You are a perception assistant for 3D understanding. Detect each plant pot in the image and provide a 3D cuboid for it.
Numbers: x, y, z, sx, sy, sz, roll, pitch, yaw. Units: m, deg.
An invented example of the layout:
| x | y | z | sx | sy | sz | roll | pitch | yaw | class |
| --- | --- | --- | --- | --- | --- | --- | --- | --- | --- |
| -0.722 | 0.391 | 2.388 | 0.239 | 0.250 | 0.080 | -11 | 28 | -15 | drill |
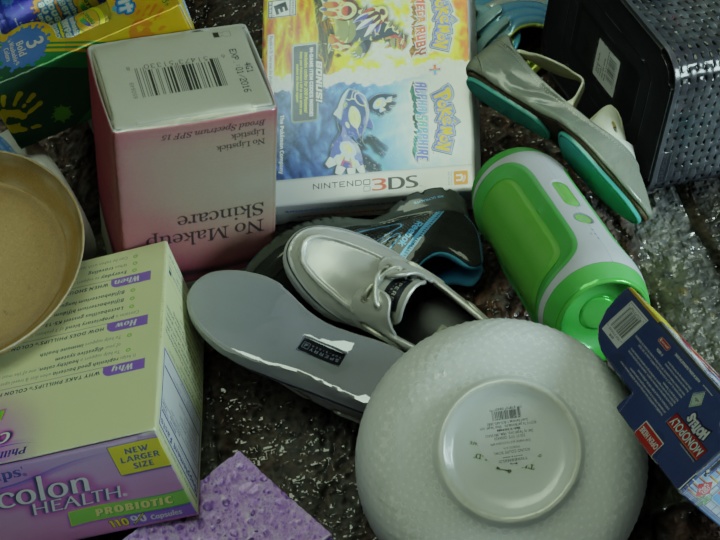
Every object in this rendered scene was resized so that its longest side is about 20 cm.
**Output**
| x | y | z | sx | sy | sz | roll | pitch | yaw | class |
| --- | --- | --- | --- | --- | --- | --- | --- | --- | --- |
| -0.304 | -0.005 | 1.277 | 0.200 | 0.028 | 0.200 | -3 | 55 | 4 | plant pot |

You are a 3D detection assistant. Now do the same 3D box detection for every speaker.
| x | y | z | sx | sy | sz | roll | pitch | yaw | class |
| --- | --- | --- | --- | --- | --- | --- | --- | --- | --- |
| 0.147 | -0.015 | 1.279 | 0.088 | 0.089 | 0.200 | -19 | 35 | -4 | speaker |

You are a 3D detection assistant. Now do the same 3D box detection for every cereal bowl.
| x | y | z | sx | sy | sz | roll | pitch | yaw | class |
| --- | --- | --- | --- | --- | --- | --- | --- | --- | --- |
| 0.095 | 0.125 | 1.133 | 0.200 | 0.083 | 0.200 | 0 | 78 | 1 | cereal bowl |

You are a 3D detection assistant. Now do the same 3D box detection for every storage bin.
| x | y | z | sx | sy | sz | roll | pitch | yaw | class |
| --- | --- | --- | --- | --- | --- | --- | --- | --- | --- |
| 0.235 | -0.175 | 1.373 | 0.094 | 0.135 | 0.200 | -11 | 46 | -18 | storage bin |

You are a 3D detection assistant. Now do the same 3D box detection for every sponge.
| x | y | z | sx | sy | sz | roll | pitch | yaw | class |
| --- | --- | --- | --- | --- | --- | --- | --- | --- | --- |
| -0.126 | 0.221 | 1.193 | 0.200 | 0.030 | 0.112 | -37 | 50 | -18 | sponge |

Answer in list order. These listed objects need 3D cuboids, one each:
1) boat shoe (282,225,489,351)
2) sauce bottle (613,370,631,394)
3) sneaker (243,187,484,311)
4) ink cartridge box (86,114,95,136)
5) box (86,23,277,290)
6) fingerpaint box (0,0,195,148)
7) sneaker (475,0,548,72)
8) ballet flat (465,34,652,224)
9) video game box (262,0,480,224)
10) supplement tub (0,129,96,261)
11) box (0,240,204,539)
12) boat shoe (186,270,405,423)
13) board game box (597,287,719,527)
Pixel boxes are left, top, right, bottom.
| x | y | z | sx | sy | sz | roll | pitch | yaw | class |
| --- | --- | --- | --- | --- | --- | --- | --- | --- | --- |
| 0.029 | 0.025 | 1.262 | 0.200 | 0.066 | 0.072 | 37 | 76 | 11 | boat shoe |
| 0.127 | 0.107 | 1.211 | 0.200 | 0.066 | 0.066 | -20 | 48 | -4 | sauce bottle |
| 0.000 | 0.000 | 1.330 | 0.200 | 0.073 | 0.082 | -21 | 53 | -3 | sneaker |
| -0.188 | -0.160 | 1.464 | 0.084 | 0.145 | 0.200 | -19 | 48 | 1 | ink cartridge box |
| -0.138 | -0.077 | 1.330 | 0.128 | 0.200 | 0.109 | -11 | 47 | -13 | box |
| -0.231 | -0.216 | 1.377 | 0.167 | 0.073 | 0.200 | -23 | 48 | 1 | fingerpaint box |
| 0.079 | -0.207 | 1.491 | 0.200 | 0.080 | 0.131 | -15 | 46 | 1 | sneaker |
| 0.169 | -0.119 | 1.342 | 0.064 | 0.067 | 0.200 | -45 | 67 | -7 | ballet flat |
| 0.008 | -0.143 | 1.426 | 0.182 | 0.047 | 0.200 | -4 | 71 | 9 | video game box |
| -0.329 | -0.016 | 1.381 | 0.200 | 0.132 | 0.132 | -32 | 50 | -15 | supplement tub |
| -0.214 | 0.094 | 1.260 | 0.176 | 0.097 | 0.200 | -13 | 41 | 8 | box |
| -0.043 | 0.066 | 1.281 | 0.200 | 0.070 | 0.071 | 22 | 60 | 19 | boat shoe |
| 0.249 | 0.128 | 1.107 | 0.062 | 0.200 | 0.200 | -44 | 25 | 8 | board game box |
